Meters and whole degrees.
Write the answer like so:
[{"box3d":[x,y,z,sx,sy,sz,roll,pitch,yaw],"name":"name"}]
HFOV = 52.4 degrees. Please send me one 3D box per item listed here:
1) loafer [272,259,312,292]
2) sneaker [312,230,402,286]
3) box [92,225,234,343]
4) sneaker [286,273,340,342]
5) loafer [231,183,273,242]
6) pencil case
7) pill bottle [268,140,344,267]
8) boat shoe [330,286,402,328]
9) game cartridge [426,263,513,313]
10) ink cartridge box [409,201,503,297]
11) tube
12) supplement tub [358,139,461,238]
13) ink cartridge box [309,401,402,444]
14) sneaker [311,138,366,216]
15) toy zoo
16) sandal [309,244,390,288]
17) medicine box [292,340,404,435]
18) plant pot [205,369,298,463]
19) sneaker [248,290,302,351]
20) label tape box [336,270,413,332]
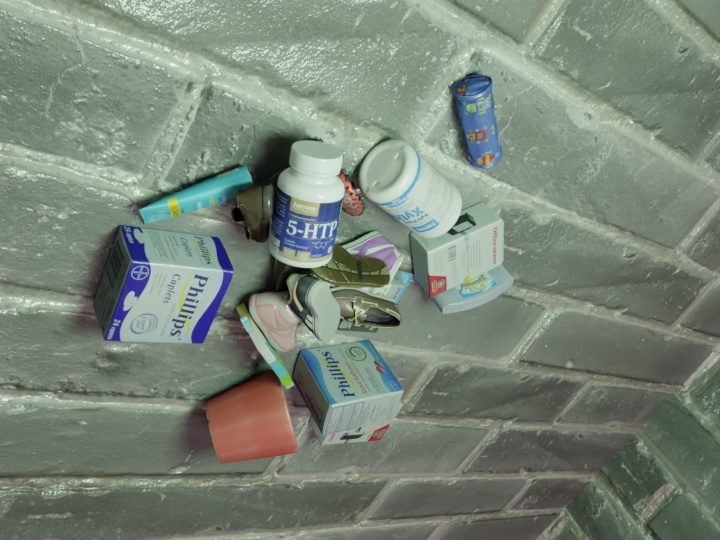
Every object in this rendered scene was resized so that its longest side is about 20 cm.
[{"box3d":[-0.134,-0.028,1.476,0.076,0.068,0.200,-7,147,-25],"name":"loafer"},{"box3d":[0.000,-0.001,1.520,0.200,0.114,0.073,-32,151,-23],"name":"sneaker"},{"box3d":[-0.361,0.031,1.343,0.199,0.105,0.185,5,125,-38],"name":"box"},{"box3d":[-0.095,0.069,1.475,0.079,0.079,0.200,-53,154,-26],"name":"sneaker"},{"box3d":[-0.197,-0.108,1.319,0.070,0.074,0.200,4,161,-10],"name":"loafer"},{"box3d":[0.237,-0.298,1.464,0.078,0.087,0.200,-2,141,17],"name":"pencil case"},{"box3d":[-0.092,-0.118,1.286,0.119,0.120,0.201,-6,122,-30],"name":"pill bottle"},{"box3d":[0.002,0.085,1.575,0.199,0.060,0.072,12,122,-32],"name":"boat shoe"},{"box3d":[0.256,0.026,1.737,0.199,0.134,0.041,-22,144,-16],"name":"game cartridge"},{"box3d":[0.223,-0.048,1.680,0.199,0.083,0.146,-24,135,-15],"name":"ink cartridge box"},{"box3d":[-0.288,-0.129,1.286,0.199,0.051,0.078,-22,164,-14],"name":"tube"},{"box3d":[0.101,-0.160,1.459,0.132,0.132,0.200,-46,137,12],"name":"supplement tub"},{"box3d":[-0.012,0.374,1.915,0.199,0.084,0.145,7,124,-38],"name":"ink cartridge box"},{"box3d":[-0.063,-0.159,1.395,0.098,0.071,0.200,-39,137,3],"name":"sneaker"},{"box3d":[-0.206,0.152,1.541,0.020,0.131,0.200,-31,138,-5],"name":"toy zoo"},{"box3d":[-0.029,0.000,1.445,0.199,0.081,0.054,12,156,-36],"name":"sandal"},{"box3d":[-0.032,0.272,1.732,0.199,0.182,0.103,-5,130,-31],"name":"medicine box"},{"box3d":[-0.249,0.343,1.659,0.176,0.201,0.201,-16,136,-10],"name":"plant pot"},{"box3d":[-0.151,0.108,1.550,0.104,0.076,0.201,-11,144,13],"name":"sneaker"},{"box3d":[0.029,0.069,1.675,0.199,0.066,0.144,9,122,-37],"name":"label tape box"}]
